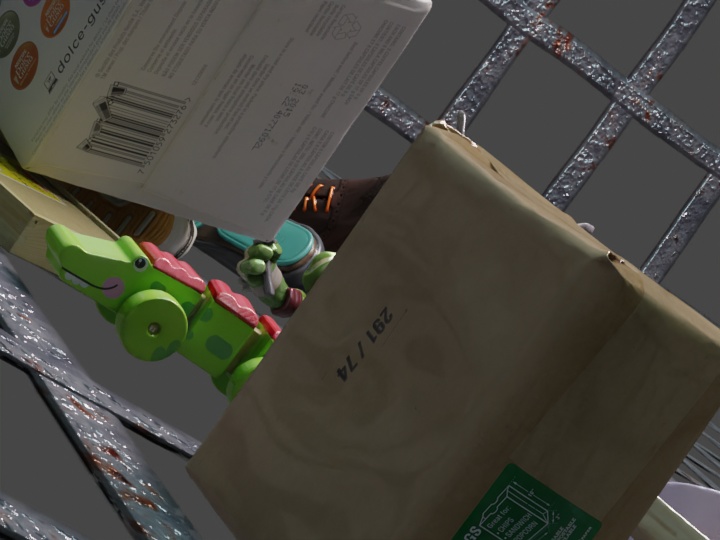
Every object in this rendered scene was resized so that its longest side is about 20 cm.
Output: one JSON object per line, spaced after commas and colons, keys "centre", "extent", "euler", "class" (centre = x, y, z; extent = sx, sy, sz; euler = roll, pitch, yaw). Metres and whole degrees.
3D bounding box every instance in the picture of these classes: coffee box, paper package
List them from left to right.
{"centre": [-0.117, -0.171, 1.506], "extent": [0.200, 0.200, 0.198], "euler": [16, 29, -41], "class": "coffee box"}
{"centre": [0.041, 0.063, 1.037], "extent": [0.103, 0.200, 0.191], "euler": [33, 5, -29], "class": "paper package"}

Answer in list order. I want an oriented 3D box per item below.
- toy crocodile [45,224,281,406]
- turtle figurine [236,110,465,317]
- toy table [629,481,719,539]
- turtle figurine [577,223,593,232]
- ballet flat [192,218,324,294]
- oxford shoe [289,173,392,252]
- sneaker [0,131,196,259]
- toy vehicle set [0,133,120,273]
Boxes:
{"centre": [-0.085, 0.029, 1.308], "extent": [0.200, 0.062, 0.068], "euler": [33, 5, -23], "class": "toy crocodile"}
{"centre": [0.000, 0.000, 1.607], "extent": [0.144, 0.200, 0.194], "euler": [16, 23, -28], "class": "turtle figurine"}
{"centre": [0.202, 0.185, 1.261], "extent": [0.200, 0.184, 0.117], "euler": [28, -13, 8], "class": "toy table"}
{"centre": [0.100, 0.034, 1.847], "extent": [0.200, 0.144, 0.194], "euler": [6, 5, 28], "class": "turtle figurine"}
{"centre": [-0.100, -0.029, 1.807], "extent": [0.200, 0.073, 0.073], "euler": [32, 2, 36], "class": "ballet flat"}
{"centre": [-0.030, -0.038, 1.824], "extent": [0.200, 0.071, 0.073], "euler": [-22, -50, 41], "class": "oxford shoe"}
{"centre": [-0.187, -0.073, 1.606], "extent": [0.200, 0.076, 0.088], "euler": [48, 3, 24], "class": "sneaker"}
{"centre": [-0.216, -0.054, 1.412], "extent": [0.200, 0.027, 0.124], "euler": [39, 6, 35], "class": "toy vehicle set"}
